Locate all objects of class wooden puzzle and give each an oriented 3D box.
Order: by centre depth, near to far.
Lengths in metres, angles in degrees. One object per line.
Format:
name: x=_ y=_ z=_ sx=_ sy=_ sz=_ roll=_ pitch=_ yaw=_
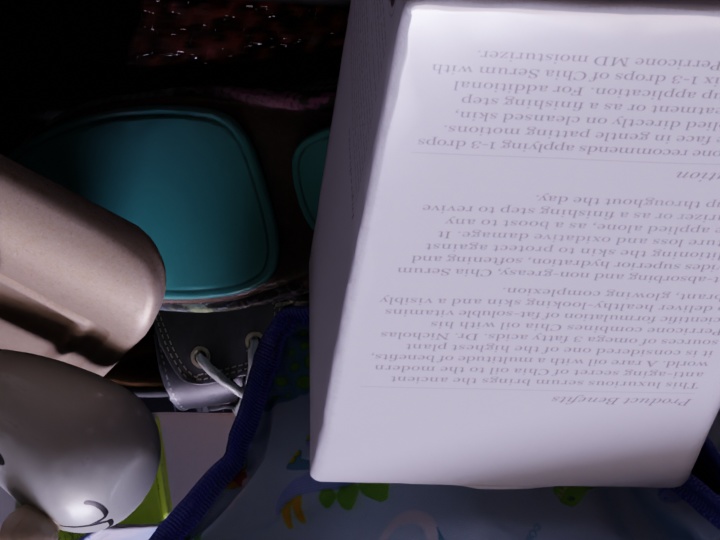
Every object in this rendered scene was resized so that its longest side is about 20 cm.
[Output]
wooden puzzle: x=-0.153 y=-0.019 z=0.703 sx=0.185 sy=0.037 sz=0.200 roll=28 pitch=159 yaw=-8

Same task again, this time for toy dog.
toy dog: x=-0.165 y=0.046 z=0.683 sx=0.200 sy=0.096 sz=0.132 roll=7 pitch=154 yaw=40

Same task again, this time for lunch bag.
lunch bag: x=0.057 y=0.114 z=0.705 sx=0.200 sy=0.127 sz=0.170 roll=19 pitch=153 yaw=22

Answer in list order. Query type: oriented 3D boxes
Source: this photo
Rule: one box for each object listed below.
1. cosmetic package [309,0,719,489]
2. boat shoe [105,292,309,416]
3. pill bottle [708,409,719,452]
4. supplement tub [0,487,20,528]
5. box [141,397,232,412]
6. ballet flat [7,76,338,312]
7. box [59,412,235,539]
cosmetic package: x=0.046 y=-0.025 z=0.566 sx=0.101 sy=0.071 sz=0.200 roll=2 pitch=147 yaw=-7
boat shoe: x=-0.032 y=0.023 z=0.782 sx=0.200 sy=0.068 sz=0.072 roll=10 pitch=143 yaw=37
pill bottle: x=0.105 y=0.022 z=0.766 sx=0.112 sy=0.113 sz=0.200 roll=2 pitch=156 yaw=-7
supplement tub: x=-0.224 y=0.051 z=0.861 sx=0.200 sy=0.145 sz=0.145 roll=1 pitch=167 yaw=-2
box: x=-0.112 y=0.118 z=1.061 sx=0.200 sy=0.182 sz=0.104 roll=-1 pitch=166 yaw=1
ballet flat: x=-0.012 y=-0.029 z=0.716 sx=0.200 sy=0.069 sz=0.071 roll=-8 pitch=-170 yaw=31
box: x=-0.034 y=0.093 z=0.926 sx=0.200 sy=0.048 sz=0.122 roll=3 pitch=158 yaw=-31
